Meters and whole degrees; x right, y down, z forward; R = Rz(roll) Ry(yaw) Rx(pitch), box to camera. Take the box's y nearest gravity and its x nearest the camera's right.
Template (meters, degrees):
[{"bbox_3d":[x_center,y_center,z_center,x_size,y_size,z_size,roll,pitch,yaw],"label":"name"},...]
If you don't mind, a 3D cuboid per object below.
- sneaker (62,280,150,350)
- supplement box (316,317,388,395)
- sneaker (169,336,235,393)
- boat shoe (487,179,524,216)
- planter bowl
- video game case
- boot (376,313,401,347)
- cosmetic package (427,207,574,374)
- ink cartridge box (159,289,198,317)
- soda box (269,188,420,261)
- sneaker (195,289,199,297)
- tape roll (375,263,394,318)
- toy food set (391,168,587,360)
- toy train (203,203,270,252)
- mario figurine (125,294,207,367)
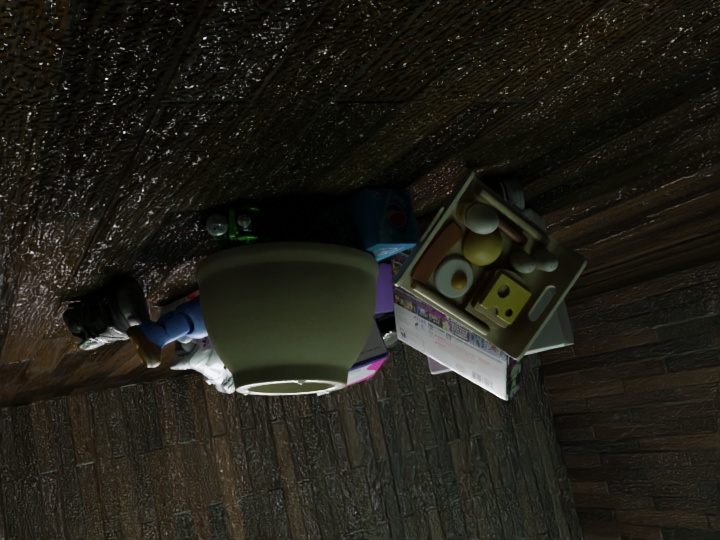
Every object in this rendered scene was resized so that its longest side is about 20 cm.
[{"bbox_3d":[-0.345,0.066,1.025,0.114,0.076,0.199,-16,178,-16],"label":"sneaker"},{"bbox_3d":[-0.031,0.117,1.147,0.101,0.104,0.200,-18,165,-11],"label":"supplement box"},{"bbox_3d":[-0.250,0.143,1.238,0.115,0.075,0.200,12,153,-13],"label":"sneaker"},{"bbox_3d":[0.141,-0.061,0.938,0.071,0.072,0.200,-3,159,-6],"label":"boat shoe"},{"bbox_3d":[-0.077,0.063,0.815,0.200,0.135,0.200,-2,165,-1],"label":"planter bowl"},{"bbox_3d":[0.124,0.055,0.999,0.036,0.182,0.200,-33,-138,-32],"label":"video game case"},{"bbox_3d":[-0.016,0.119,1.323,0.199,0.068,0.131,-19,166,-1],"label":"boot"},{"bbox_3d":[0.192,0.035,1.129,0.199,0.200,0.123,-15,171,20],"label":"cosmetic package"},{"bbox_3d":[-0.204,0.087,1.238,0.200,0.044,0.173,20,155,-32],"label":"ink cartridge box"},{"bbox_3d":[-0.026,-0.033,0.870,0.068,0.064,0.200,-4,167,-41],"label":"soda box"},{"bbox_3d":[-0.131,0.021,1.085,0.200,0.070,0.099,-11,179,22],"label":"sneaker"},{"bbox_3d":[-0.027,0.053,1.331,0.199,0.085,0.200,-11,170,-2],"label":"tape roll"},{"bbox_3d":[0.145,-0.001,0.824,0.200,0.144,0.060,32,-177,-28],"label":"toy food set"},{"bbox_3d":[-0.130,-0.032,0.825,0.056,0.042,0.200,0,170,-2],"label":"toy train"},{"bbox_3d":[-0.186,0.067,0.962,0.200,0.123,0.106,-29,138,-18],"label":"mario figurine"}]
